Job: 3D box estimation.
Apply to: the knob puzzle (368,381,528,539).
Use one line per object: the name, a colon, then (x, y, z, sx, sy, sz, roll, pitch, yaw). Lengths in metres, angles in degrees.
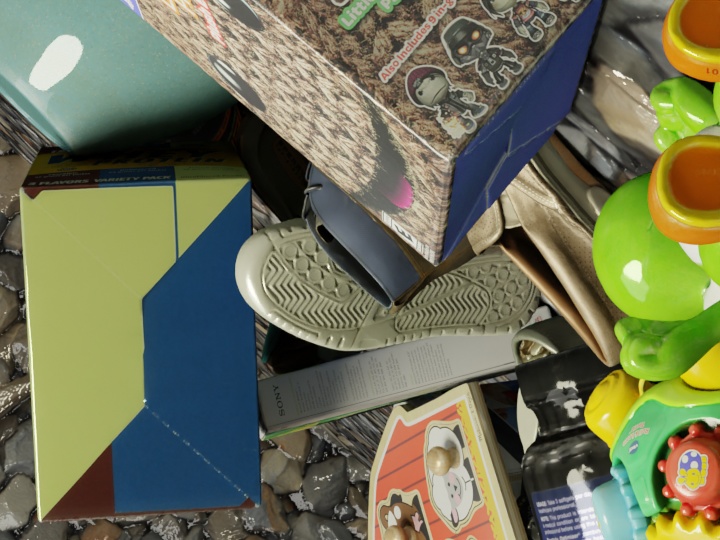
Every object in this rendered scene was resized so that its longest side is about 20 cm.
knob puzzle: (0.046, 0.189, 1.148, 0.219, 0.030, 0.222, 23, 117, 56)

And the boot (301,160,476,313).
boot: (-0.014, -0.069, 0.910, 0.200, 0.097, 0.075, 40, 164, 13)

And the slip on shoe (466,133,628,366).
slip on shoe: (0.073, -0.036, 0.826, 0.200, 0.061, 0.076, 42, 171, -1)

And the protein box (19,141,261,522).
protein box: (-0.137, 0.029, 1.059, 0.200, 0.133, 0.201, -127, 35, -77)

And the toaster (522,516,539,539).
toaster: (0.206, 0.201, 1.112, 0.129, 0.114, 0.199, 29, -179, 37)

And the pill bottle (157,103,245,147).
pill bottle: (-0.137, -0.103, 1.245, 0.106, 0.106, 0.200, 38, 170, 19)

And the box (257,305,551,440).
box: (0.024, 0.072, 1.133, 0.144, 0.198, 0.037, 118, 138, -80)

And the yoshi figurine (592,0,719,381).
yoshi figurine: (0.122, -0.019, 0.607, 0.112, 0.112, 0.200, 55, 179, 24)

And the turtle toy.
turtle toy: (0.186, 0.100, 0.776, 0.145, 0.101, 0.200, 37, 145, -7)

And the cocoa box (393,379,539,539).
cocoa box: (0.100, 0.199, 1.227, 0.133, 0.130, 0.202, 39, 129, 56)

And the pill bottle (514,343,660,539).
pill bottle: (0.152, 0.137, 0.919, 0.112, 0.111, 0.202, 134, 120, -81)

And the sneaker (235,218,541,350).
sneaker: (0.000, 0.001, 1.015, 0.198, 0.078, 0.111, 0, -172, -30)

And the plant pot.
plant pot: (-0.165, -0.152, 1.044, 0.200, 0.135, 0.200, 42, 170, 9)

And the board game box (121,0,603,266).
board game box: (-0.010, -0.118, 0.693, 0.200, 0.097, 0.160, 40, 170, 10)

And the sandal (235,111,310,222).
sandal: (-0.008, -0.036, 1.163, 0.054, 0.081, 0.200, -8, 128, 49)

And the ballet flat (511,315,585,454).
ballet flat: (0.130, 0.128, 1.012, 0.067, 0.063, 0.202, -29, 70, 57)

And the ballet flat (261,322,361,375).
ballet flat: (-0.024, 0.029, 1.124, 0.072, 0.068, 0.200, 13, 156, -2)
